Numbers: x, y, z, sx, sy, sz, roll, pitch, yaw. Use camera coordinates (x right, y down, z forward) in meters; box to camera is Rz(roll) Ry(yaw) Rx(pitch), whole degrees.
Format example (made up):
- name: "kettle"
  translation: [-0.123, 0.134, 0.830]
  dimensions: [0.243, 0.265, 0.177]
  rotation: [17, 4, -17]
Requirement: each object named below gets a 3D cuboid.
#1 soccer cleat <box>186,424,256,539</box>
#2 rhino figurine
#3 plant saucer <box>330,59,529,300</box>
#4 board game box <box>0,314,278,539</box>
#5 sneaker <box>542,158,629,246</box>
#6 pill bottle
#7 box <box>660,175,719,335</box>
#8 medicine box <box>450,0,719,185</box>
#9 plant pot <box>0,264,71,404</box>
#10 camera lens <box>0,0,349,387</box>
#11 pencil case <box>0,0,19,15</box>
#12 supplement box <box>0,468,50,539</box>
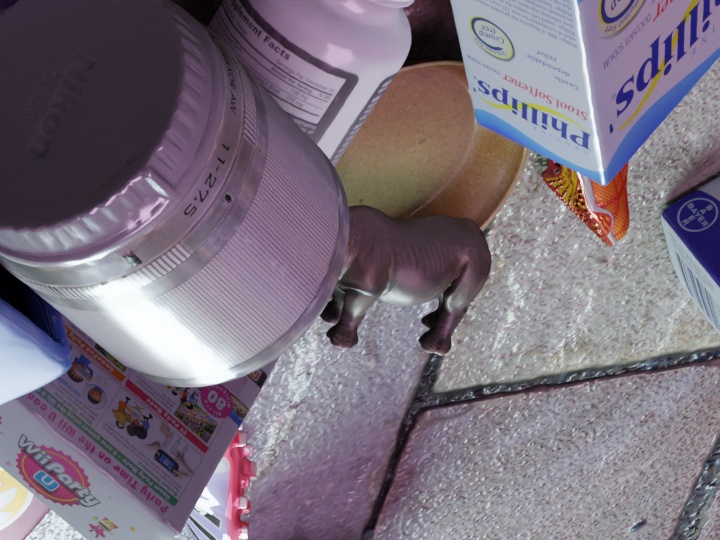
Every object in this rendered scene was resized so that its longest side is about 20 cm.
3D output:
- name: "soccer cleat"
  translation: [-0.112, 0.131, 1.781]
  dimensions: [0.076, 0.067, 0.200]
  rotation: [5, 144, 3]
- name: "rhino figurine"
  translation: [0.000, 0.000, 1.646]
  dimensions: [0.199, 0.060, 0.088]
  rotation: [4, 116, -37]
- name: "plant saucer"
  translation: [0.013, -0.065, 1.663]
  dimensions: [0.200, 0.035, 0.201]
  rotation: [-19, 141, -17]
- name: "board game box"
  translation: [-0.132, 0.048, 1.511]
  dimensions: [0.147, 0.200, 0.064]
  rotation: [42, 135, -12]
- name: "sneaker"
  translation: [0.156, -0.085, 1.719]
  dimensions: [0.077, 0.073, 0.200]
  rotation: [-37, 147, -11]
- name: "pill bottle"
  translation: [-0.040, -0.120, 1.502]
  dimensions: [0.110, 0.111, 0.200]
  rotation: [8, 127, -41]
- name: "box"
  translation: [0.346, -0.007, 1.848]
  dimensions: [0.200, 0.184, 0.105]
  rotation: [-31, 141, -4]
- name: "medicine box"
  translation: [0.146, -0.187, 1.518]
  dimensions: [0.182, 0.103, 0.200]
  rotation: [-47, 147, -22]
- name: "plant pot"
  translation: [-0.292, -0.015, 1.373]
  dimensions: [0.179, 0.200, 0.200]
  rotation: [-32, 143, 10]
- name: "camera lens"
  translation: [-0.109, -0.042, 1.366]
  dimensions: [0.160, 0.160, 0.200]
  rotation: [-37, 144, 5]
- name: "pencil case"
  translation: [-0.177, -0.149, 1.401]
  dimensions: [0.085, 0.084, 0.200]
  rotation: [-45, 150, -24]
- name: "supplement box"
  translation: [-0.226, 0.089, 1.618]
  dimensions: [0.200, 0.086, 0.110]
  rotation: [-48, 140, 18]
